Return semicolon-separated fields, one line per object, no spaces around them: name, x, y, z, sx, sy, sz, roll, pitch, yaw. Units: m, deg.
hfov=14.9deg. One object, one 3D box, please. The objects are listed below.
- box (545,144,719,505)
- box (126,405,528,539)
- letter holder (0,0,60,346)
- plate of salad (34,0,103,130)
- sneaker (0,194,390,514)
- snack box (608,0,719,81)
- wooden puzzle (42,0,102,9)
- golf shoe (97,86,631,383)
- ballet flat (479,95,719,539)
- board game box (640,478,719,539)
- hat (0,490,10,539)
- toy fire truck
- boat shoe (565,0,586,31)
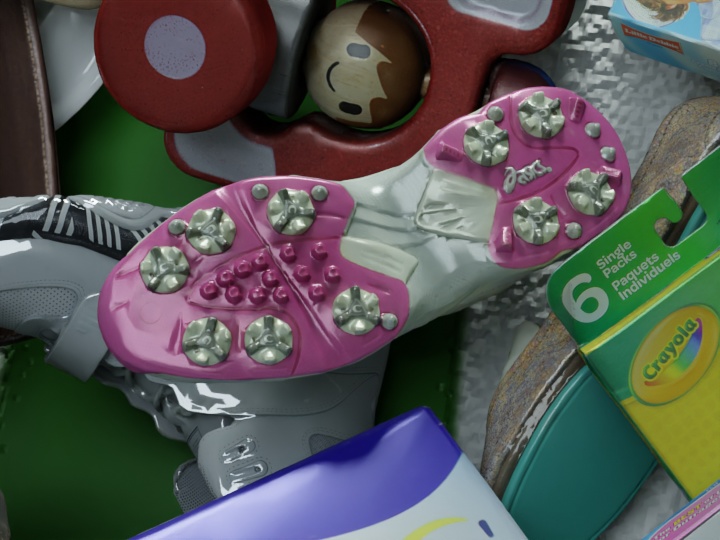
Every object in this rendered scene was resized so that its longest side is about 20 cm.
box;0.164;0.051;0.951;0.117;0.048;0.200;-37;89;2
box;-0.008;0.177;0.928;0.183;0.105;0.200;-23;61;-27
letter holder;-0.205;-0.064;1.083;0.142;0.100;0.201;-13;80;24
plate of salad;-0.169;-0.136;1.160;0.199;0.048;0.201;-4;80;23
sneaker;-0.079;0.037;1.029;0.199;0.075;0.115;2;73;-13
snack box;0.183;-0.157;1.001;0.116;0.037;0.201;20;78;23
wooden puzzle;-0.162;-0.208;1.032;0.046;0.199;0.186;-129;53;-60
golf shoe;0.000;0.000;0.986;0.199;0.092;0.076;-17;77;-15
ballet flat;0.095;0.022;1.015;0.200;0.068;0.067;-55;35;3
board game box;0.208;0.097;0.908;0.200;0.040;0.153;-37;91;2
hat;-0.177;0.102;0.952;0.200;0.081;0.201;-23;53;35
toy fire truck;0.002;-0.117;1.040;0.167;0.112;0.201;17;108;11
boat shoe;0.063;-0.191;1.093;0.071;0.064;0.201;-15;88;48
